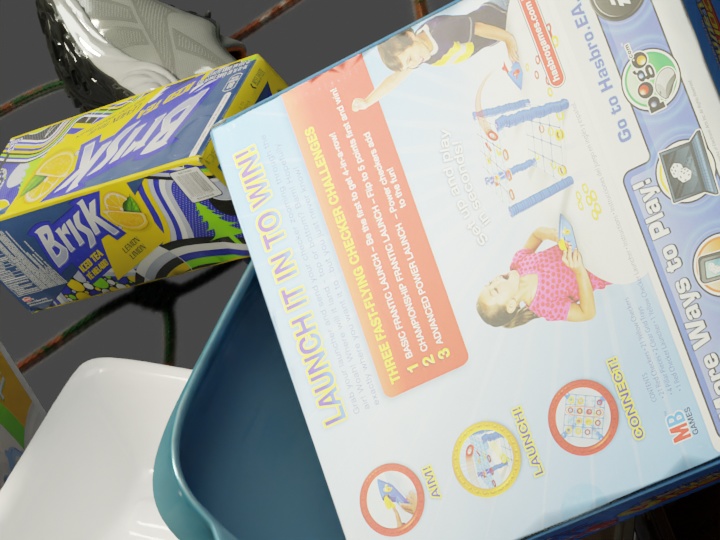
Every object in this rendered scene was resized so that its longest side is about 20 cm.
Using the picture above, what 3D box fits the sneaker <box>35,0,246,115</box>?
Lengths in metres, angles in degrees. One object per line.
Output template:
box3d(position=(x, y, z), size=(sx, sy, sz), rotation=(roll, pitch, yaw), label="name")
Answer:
box3d(position=(-0.111, -0.112, 1.324), size=(0.079, 0.074, 0.200), rotation=(-31, 50, -19), label="sneaker")

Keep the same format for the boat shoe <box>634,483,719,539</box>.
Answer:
box3d(position=(0.164, 0.136, 0.962), size=(0.072, 0.068, 0.200), rotation=(-33, 45, -8), label="boat shoe")

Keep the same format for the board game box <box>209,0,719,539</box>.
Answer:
box3d(position=(0.064, -0.002, 0.935), size=(0.196, 0.056, 0.200), rotation=(-25, 74, 24), label="board game box")

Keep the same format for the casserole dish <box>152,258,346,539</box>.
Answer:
box3d(position=(-0.019, 0.064, 1.004), size=(0.039, 0.121, 0.200), rotation=(-38, 18, 40), label="casserole dish")

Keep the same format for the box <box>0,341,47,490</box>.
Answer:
box3d(position=(-0.228, 0.057, 1.116), size=(0.101, 0.200, 0.113), rotation=(-6, 47, 19), label="box")

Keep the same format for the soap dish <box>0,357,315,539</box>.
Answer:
box3d(position=(-0.088, 0.137, 1.065), size=(0.157, 0.081, 0.200), rotation=(8, 53, 29), label="soap dish")

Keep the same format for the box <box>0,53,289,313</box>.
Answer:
box3d(position=(-0.105, -0.039, 1.198), size=(0.200, 0.064, 0.070), rotation=(-13, 40, 46), label="box")

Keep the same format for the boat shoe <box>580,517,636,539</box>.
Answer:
box3d(position=(0.061, 0.045, 1.011), size=(0.069, 0.200, 0.074), rotation=(-6, 0, -33), label="boat shoe")

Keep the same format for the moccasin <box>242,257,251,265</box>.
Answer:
box3d(position=(0.000, 0.000, 1.151), size=(0.068, 0.080, 0.200), rotation=(-45, 47, -3), label="moccasin")
